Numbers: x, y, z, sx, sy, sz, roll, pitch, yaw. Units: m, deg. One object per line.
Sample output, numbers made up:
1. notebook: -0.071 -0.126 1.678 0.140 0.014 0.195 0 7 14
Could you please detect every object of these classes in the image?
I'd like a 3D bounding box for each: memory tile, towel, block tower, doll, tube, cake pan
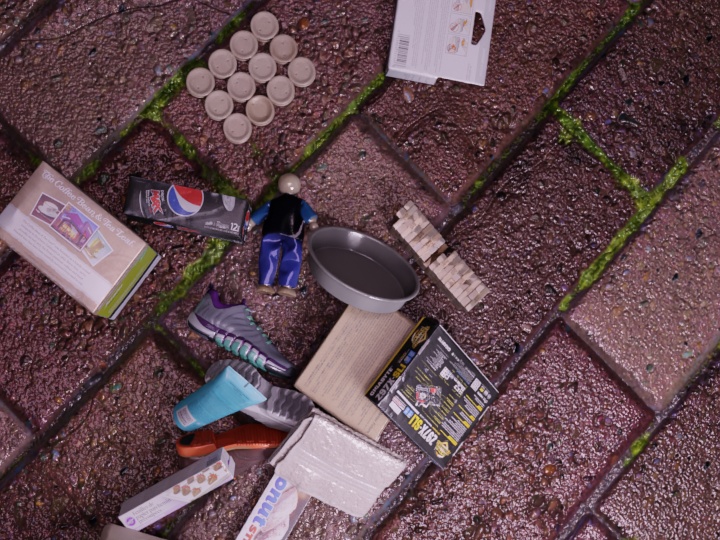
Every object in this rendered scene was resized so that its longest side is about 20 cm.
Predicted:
1. memory tile: -0.185 -0.328 1.607 0.199 0.017 0.154 -42 89 -9
2. towel: -0.036 0.306 1.489 0.198 0.035 0.133 31 112 -21
3. block tower: 0.128 -0.021 1.586 0.054 0.058 0.201 -41 87 -8
4. doll: -0.133 -0.063 1.565 0.133 0.048 0.205 6 81 17
5. tube: -0.224 0.200 1.457 0.077 0.199 0.051 39 50 -19
6. cake pan: 0.000 0.000 1.516 0.197 0.201 0.037 26 117 -3

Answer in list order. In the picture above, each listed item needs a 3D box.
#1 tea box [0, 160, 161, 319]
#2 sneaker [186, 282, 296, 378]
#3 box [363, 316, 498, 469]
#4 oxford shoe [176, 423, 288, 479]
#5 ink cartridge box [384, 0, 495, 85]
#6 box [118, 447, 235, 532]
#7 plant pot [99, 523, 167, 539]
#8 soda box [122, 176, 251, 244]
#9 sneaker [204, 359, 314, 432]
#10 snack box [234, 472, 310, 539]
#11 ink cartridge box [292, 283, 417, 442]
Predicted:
1. tea box: -0.432 -0.041 1.459 0.199 0.197 0.135 38 81 0
2. sneaker: -0.181 0.098 1.534 0.197 0.074 0.089 29 77 -1
3. box: 0.118 0.198 1.511 0.160 0.049 0.200 -50 125 -9
4. oxford shoe: -0.195 0.296 1.521 0.195 0.071 0.074 -3 106 -4
5. ink cartridge box: 0.141 -0.425 1.638 0.169 0.044 0.205 10 83 -5
6. box: -0.287 0.344 1.477 0.197 0.042 0.039 -30 110 9
7. plant pot: -0.330 0.525 1.400 0.196 0.177 0.204 17 94 -3
8. soda box: -0.280 -0.098 1.536 0.195 0.071 0.065 11 82 1
9. sneaker: -0.167 0.215 1.521 0.197 0.083 0.075 26 53 16
10. snack box: -0.143 0.402 1.526 0.071 0.024 0.202 31 82 0
11. ink cartridge box: 0.008 0.153 1.544 0.164 0.075 0.202 36 81 -2
